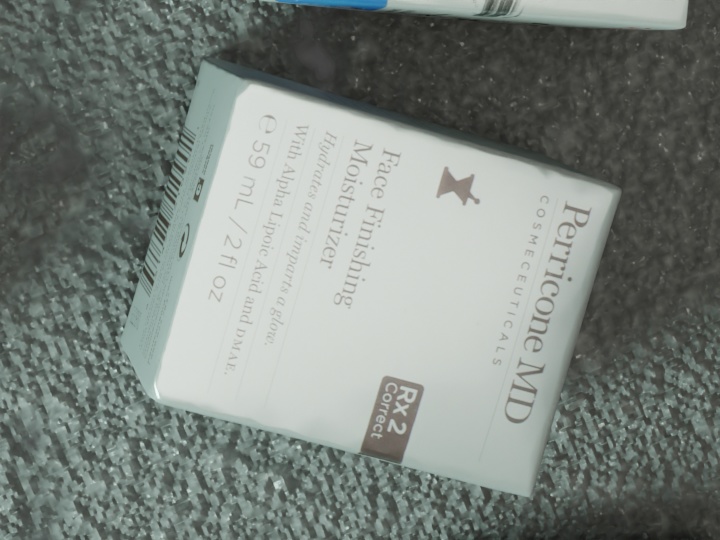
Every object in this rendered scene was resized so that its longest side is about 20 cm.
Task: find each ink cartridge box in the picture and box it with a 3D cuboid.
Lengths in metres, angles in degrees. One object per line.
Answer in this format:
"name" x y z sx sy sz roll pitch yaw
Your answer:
"ink cartridge box" 0.057 -0.169 1.269 0.200 0.146 0.084 4 95 -10

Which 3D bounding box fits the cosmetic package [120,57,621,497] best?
"cosmetic package" 0.000 0.000 1.269 0.200 0.165 0.165 15 95 -12
